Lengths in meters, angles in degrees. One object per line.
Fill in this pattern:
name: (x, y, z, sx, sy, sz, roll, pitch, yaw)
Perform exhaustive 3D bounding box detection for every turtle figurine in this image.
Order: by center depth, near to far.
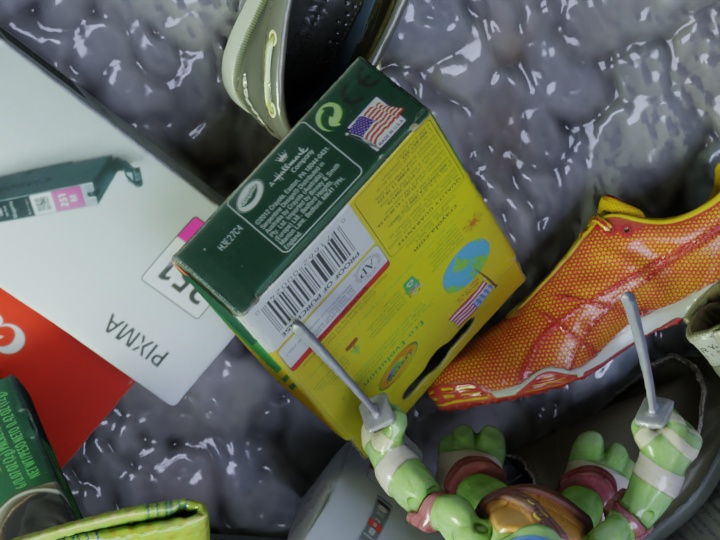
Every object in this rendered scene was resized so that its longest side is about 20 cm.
turtle figurine: (0.080, 0.079, 1.343, 0.144, 0.194, 0.200, -28, 89, 3)

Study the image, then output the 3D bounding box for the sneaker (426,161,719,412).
sneaker: (0.117, 0.009, 1.441, 0.200, 0.073, 0.077, -29, 93, -4)

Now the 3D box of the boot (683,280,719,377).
boot: (0.203, 0.086, 1.399, 0.200, 0.072, 0.155, -46, 110, -5)

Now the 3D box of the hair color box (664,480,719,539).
hair color box: (0.237, 0.108, 1.511, 0.200, 0.109, 0.065, -44, 116, 2)

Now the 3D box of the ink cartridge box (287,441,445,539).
ink cartridge box: (0.036, 0.168, 1.364, 0.162, 0.200, 0.050, 40, 98, -5)

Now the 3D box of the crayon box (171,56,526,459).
crayon box: (0.000, 0.000, 1.338, 0.127, 0.051, 0.200, -47, 152, -7)

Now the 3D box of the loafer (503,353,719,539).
loafer: (0.113, 0.116, 1.480, 0.200, 0.075, 0.070, -47, 130, 3)

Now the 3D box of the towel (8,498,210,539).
towel: (-0.129, 0.183, 1.274, 0.143, 0.023, 0.200, -15, 139, -16)

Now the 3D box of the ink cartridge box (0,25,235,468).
ink cartridge box: (-0.156, 0.005, 1.312, 0.200, 0.044, 0.174, 38, 95, -35)

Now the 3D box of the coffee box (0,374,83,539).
coffee box: (-0.220, 0.146, 1.295, 0.200, 0.123, 0.044, -25, 156, -2)

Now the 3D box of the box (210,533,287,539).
box: (-0.101, 0.238, 1.425, 0.183, 0.105, 0.201, 7, 113, -28)

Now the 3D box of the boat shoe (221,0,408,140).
boat shoe: (-0.001, -0.151, 1.291, 0.072, 0.060, 0.202, 12, 110, -30)
